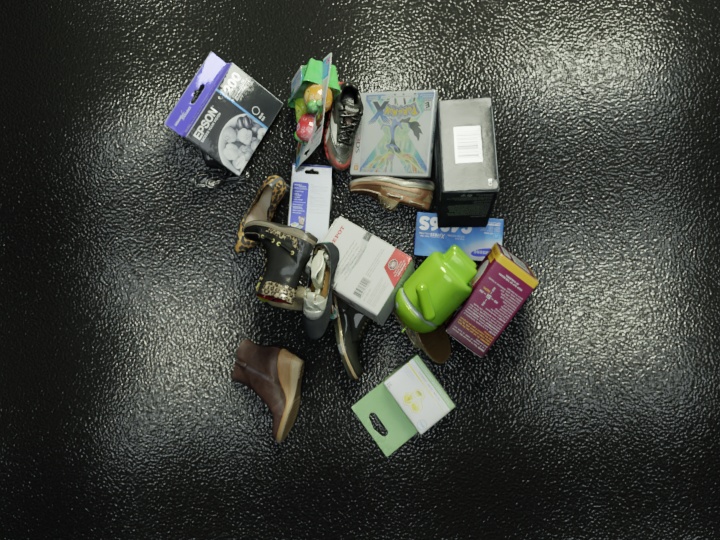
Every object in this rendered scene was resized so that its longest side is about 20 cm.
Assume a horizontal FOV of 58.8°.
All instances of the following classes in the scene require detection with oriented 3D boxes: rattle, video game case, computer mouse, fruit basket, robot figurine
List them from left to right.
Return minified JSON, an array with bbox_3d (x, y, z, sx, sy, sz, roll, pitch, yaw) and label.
[{"bbox_3d":[-0.335,-0.294,1.469,0.134,0.053,0.207,-11,96,-13],"label":"computer mouse"},{"bbox_3d":[-0.127,0.022,1.422,0.195,0.131,0.146,-1,51,29],"label":"rattle"},{"bbox_3d":[-0.111,-0.338,1.375,0.091,0.184,0.206,16,75,-20],"label":"fruit basket"},{"bbox_3d":[0.071,-0.302,1.418,0.194,0.022,0.189,6,91,28],"label":"video game case"},{"bbox_3d":[0.152,0.045,1.325,0.115,0.176,0.201,40,109,-6],"label":"robot figurine"}]

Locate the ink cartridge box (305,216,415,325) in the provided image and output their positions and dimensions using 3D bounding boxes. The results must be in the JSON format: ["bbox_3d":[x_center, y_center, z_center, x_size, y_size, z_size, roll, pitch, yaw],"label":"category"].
[{"bbox_3d":[0.000,0.000,1.391,0.197,0.083,0.149,30,78,20],"label":"ink cartridge box"}]

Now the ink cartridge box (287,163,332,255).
[{"bbox_3d":[-0.115,-0.137,1.461,0.096,0.039,0.207,5,92,4],"label":"ink cartridge box"}]

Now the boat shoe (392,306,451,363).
[{"bbox_3d":[0.130,0.120,1.437,0.073,0.063,0.203,-34,90,-23],"label":"boat shoe"}]

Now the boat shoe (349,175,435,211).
[{"bbox_3d":[0.069,-0.170,1.430,0.193,0.076,0.074,5,92,6],"label":"boat shoe"}]

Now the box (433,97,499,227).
[{"bbox_3d":[0.215,-0.217,1.334,0.113,0.201,0.203,-2,73,4],"label":"box"}]

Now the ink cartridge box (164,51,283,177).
[{"bbox_3d":[-0.302,-0.351,1.425,0.197,0.043,0.202,33,81,-16],"label":"ink cartridge box"}]

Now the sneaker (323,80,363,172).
[{"bbox_3d":[-0.036,-0.324,1.414,0.069,0.097,0.208,6,86,-21],"label":"sneaker"}]

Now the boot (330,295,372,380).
[{"bbox_3d":[0.008,0.130,1.436,0.134,0.077,0.206,-16,90,-1],"label":"boot"}]

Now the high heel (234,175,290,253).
[{"bbox_3d":[-0.232,-0.123,1.416,0.071,0.143,0.202,37,92,4],"label":"high heel"}]

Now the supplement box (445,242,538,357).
[{"bbox_3d":[0.274,0.060,1.363,0.102,0.131,0.203,33,104,-2],"label":"supplement box"}]

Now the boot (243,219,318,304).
[{"bbox_3d":[-0.188,-0.018,1.343,0.195,0.073,0.155,11,79,32],"label":"boot"}]

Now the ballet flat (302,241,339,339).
[{"bbox_3d":[-0.090,0.036,1.318,0.071,0.073,0.207,10,80,4],"label":"ballet flat"}]

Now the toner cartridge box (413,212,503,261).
[{"bbox_3d":[0.219,-0.074,1.433,0.193,0.043,0.098,4,92,4],"label":"toner cartridge box"}]

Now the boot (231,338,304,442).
[{"bbox_3d":[-0.219,0.272,1.465,0.161,0.072,0.207,13,92,16],"label":"boot"}]

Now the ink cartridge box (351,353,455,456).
[{"bbox_3d":[0.094,0.307,1.441,0.198,0.048,0.147,-39,88,1],"label":"ink cartridge box"}]
